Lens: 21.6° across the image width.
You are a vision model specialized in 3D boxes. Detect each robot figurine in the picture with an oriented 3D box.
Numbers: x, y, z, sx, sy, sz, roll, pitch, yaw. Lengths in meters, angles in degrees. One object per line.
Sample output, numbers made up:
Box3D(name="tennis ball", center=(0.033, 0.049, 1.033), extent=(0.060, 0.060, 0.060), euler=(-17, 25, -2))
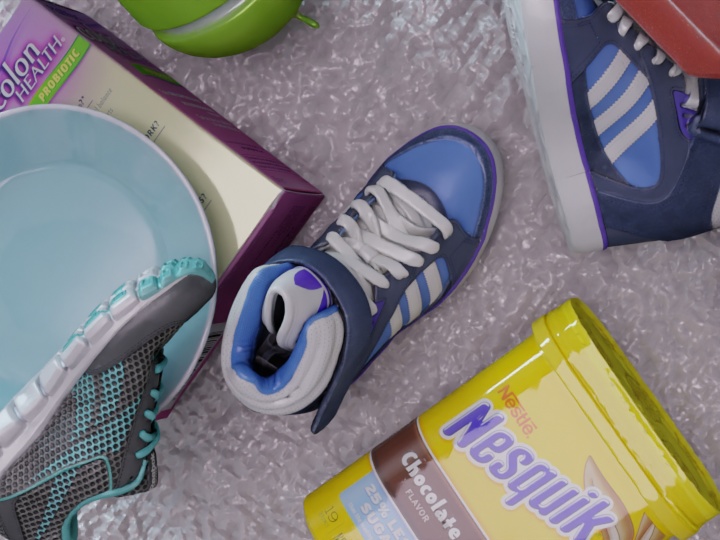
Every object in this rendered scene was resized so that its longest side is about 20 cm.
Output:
Box3D(name="robot figurine", center=(-0.106, -0.204, 1.084), extent=(0.175, 0.200, 0.116), euler=(8, 59, 50))

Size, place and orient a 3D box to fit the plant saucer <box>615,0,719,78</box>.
Box3D(name="plant saucer", center=(0.169, -0.190, 1.026), extent=(0.200, 0.200, 0.037), euler=(48, 128, 9))

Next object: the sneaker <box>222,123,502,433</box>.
Box3D(name="sneaker", center=(0.000, 0.000, 1.067), extent=(0.081, 0.146, 0.200), euler=(41, 99, 11))

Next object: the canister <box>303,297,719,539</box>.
Box3D(name="canister", center=(0.085, 0.133, 1.086), extent=(0.200, 0.087, 0.149), euler=(-37, 82, 13))

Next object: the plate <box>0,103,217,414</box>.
Box3D(name="plate", center=(-0.174, 0.005, 1.081), extent=(0.200, 0.026, 0.200), euler=(0, 89, 14))

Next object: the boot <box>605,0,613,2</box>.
Box3D(name="boot", center=(0.081, -0.235, 1.073), extent=(0.200, 0.068, 0.131), euler=(28, 98, -6))

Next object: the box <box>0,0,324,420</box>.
Box3D(name="box", center=(-0.158, -0.034, 1.139), extent=(0.200, 0.097, 0.176), euler=(37, 98, 10))

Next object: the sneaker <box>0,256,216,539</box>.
Box3D(name="sneaker", center=(-0.137, 0.078, 1.033), extent=(0.091, 0.078, 0.200), euler=(42, 103, -6))

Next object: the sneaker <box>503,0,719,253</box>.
Box3D(name="sneaker", center=(0.165, -0.112, 1.036), extent=(0.146, 0.081, 0.200), euler=(-15, 112, 1))
